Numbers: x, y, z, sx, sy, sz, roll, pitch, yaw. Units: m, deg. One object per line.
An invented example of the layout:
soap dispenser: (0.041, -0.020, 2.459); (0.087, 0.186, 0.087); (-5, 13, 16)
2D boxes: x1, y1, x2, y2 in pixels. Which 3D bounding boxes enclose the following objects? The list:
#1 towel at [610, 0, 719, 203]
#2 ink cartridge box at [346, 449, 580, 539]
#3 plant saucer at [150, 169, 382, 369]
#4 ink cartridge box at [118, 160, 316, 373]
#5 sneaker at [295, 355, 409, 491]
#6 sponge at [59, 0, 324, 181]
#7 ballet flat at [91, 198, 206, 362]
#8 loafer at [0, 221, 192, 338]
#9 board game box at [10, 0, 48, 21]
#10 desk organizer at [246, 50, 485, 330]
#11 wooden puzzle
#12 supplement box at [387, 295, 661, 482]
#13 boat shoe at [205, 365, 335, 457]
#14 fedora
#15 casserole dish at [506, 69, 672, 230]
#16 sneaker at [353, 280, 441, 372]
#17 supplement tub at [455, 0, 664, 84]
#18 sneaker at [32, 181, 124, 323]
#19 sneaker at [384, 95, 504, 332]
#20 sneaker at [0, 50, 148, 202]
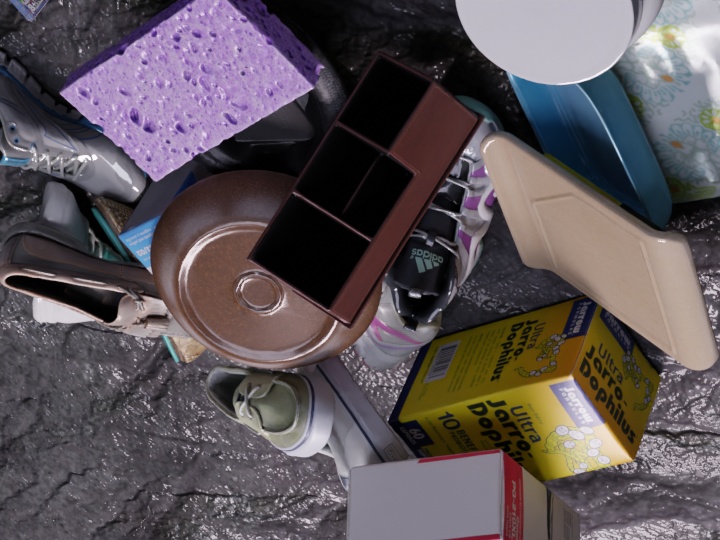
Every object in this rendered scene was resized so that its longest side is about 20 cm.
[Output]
towel: (0.272, -0.143, 1.515); (0.171, 0.048, 0.200); (-9, 125, 30)
ink cartridge box: (0.094, 0.231, 1.750); (0.144, 0.085, 0.200); (-9, 154, 23)
plant saucer: (-0.082, 0.010, 1.679); (0.200, 0.037, 0.201); (5, 124, 8)
ink cartridge box: (-0.108, -0.004, 1.772); (0.068, 0.115, 0.200); (-23, 117, 38)
sneaker: (-0.033, 0.121, 1.807); (0.071, 0.200, 0.073); (-35, 132, -4)
sponge: (-0.134, -0.150, 1.575); (0.200, 0.030, 0.112); (-26, 119, 41)
ballet flat: (-0.181, -0.002, 1.852); (0.065, 0.071, 0.200); (-29, 130, -6)
loafer: (-0.229, 0.024, 1.787); (0.200, 0.063, 0.072); (23, 132, -13)
board game box: (-0.286, -0.330, 1.599); (0.200, 0.062, 0.200); (38, 135, -12)
desk organizer: (0.003, -0.064, 1.579); (0.072, 0.200, 0.077); (32, 180, 37)
wooden puzzle: (0.195, -0.020, 1.602); (0.200, 0.037, 0.185); (32, 161, 35)
supplement box: (0.144, 0.114, 1.764); (0.200, 0.110, 0.109); (-18, 121, 36)
boat shoe: (-0.082, 0.121, 1.768); (0.062, 0.072, 0.200); (13, 177, -23)
fedora: (-0.081, -0.162, 1.633); (0.200, 0.092, 0.201); (13, 137, 12)
casserole dish: (0.183, -0.102, 1.567); (0.121, 0.039, 0.200); (30, 154, 54)
sneaker: (0.000, 0.000, 1.758); (0.088, 0.081, 0.200); (-24, 124, 37)
supplement tub: (0.152, -0.234, 1.379); (0.145, 0.200, 0.145); (13, 134, 14)
sneaker: (-0.259, -0.014, 1.871); (0.088, 0.075, 0.200); (9, 150, -2)
sneaker: (0.065, -0.033, 1.644); (0.078, 0.140, 0.200); (16, 133, 13)
sneaker: (-0.284, -0.109, 1.782); (0.200, 0.087, 0.075); (32, 134, -6)
